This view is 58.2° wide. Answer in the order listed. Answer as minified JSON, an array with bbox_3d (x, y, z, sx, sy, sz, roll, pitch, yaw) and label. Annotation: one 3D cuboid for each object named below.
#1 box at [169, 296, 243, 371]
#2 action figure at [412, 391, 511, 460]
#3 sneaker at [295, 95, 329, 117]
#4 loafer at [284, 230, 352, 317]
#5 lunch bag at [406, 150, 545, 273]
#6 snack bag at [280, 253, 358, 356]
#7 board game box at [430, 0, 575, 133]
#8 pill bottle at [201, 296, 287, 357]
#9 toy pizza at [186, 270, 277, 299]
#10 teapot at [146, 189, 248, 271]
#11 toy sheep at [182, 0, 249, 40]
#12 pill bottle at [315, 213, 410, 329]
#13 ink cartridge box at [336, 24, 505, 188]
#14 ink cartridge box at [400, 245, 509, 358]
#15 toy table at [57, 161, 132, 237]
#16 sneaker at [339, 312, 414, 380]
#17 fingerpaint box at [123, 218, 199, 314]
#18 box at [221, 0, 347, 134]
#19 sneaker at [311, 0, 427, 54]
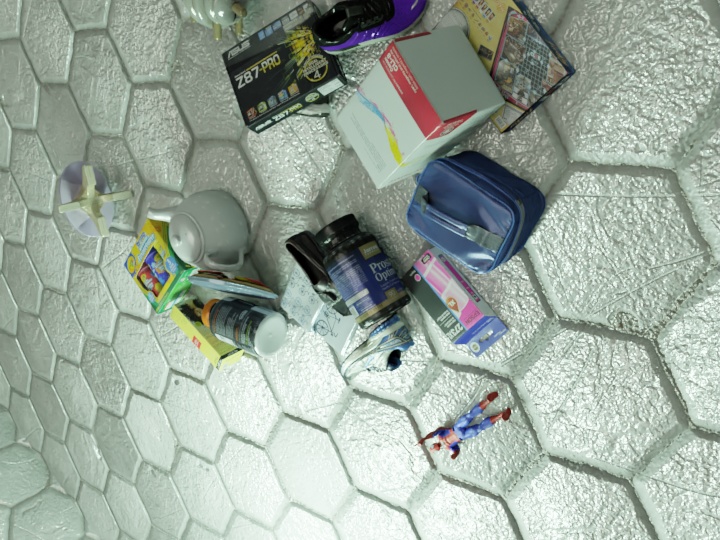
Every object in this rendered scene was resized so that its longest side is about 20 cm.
[{"bbox_3d":[-0.381,0.154,1.602,0.200,0.075,0.050,43,128,17],"label":"box"},{"bbox_3d":[0.178,0.304,1.196,0.065,0.099,0.200,53,133,12],"label":"action figure"},{"bbox_3d":[-0.140,-0.340,1.238,0.199,0.074,0.080,14,105,28],"label":"sneaker"},{"bbox_3d":[-0.084,0.013,1.292,0.072,0.063,0.200,-42,78,39],"label":"loafer"},{"bbox_3d":[0.171,-0.099,1.027,0.200,0.132,0.136,35,125,23],"label":"lunch bag"},{"bbox_3d":[-0.076,0.064,1.359,0.200,0.021,0.189,40,126,21],"label":"snack bag"},{"bbox_3d":[0.209,-0.330,0.977,0.135,0.035,0.200,-40,80,40],"label":"board game box"},{"bbox_3d":[-0.273,0.122,1.482,0.199,0.106,0.107,16,115,34],"label":"pill bottle"},{"bbox_3d":[-0.276,0.029,1.409,0.200,0.200,0.032,4,79,38],"label":"toy pizza"},{"bbox_3d":[-0.356,-0.079,1.449,0.199,0.146,0.198,-15,97,40],"label":"teapot"},{"bbox_3d":[-0.275,-0.524,1.235,0.200,0.138,0.138,38,126,27],"label":"toy sheep"},{"bbox_3d":[0.000,0.000,1.214,0.112,0.112,0.201,-35,84,41],"label":"pill bottle"},{"bbox_3d":[0.086,-0.249,1.005,0.145,0.145,0.200,59,145,6],"label":"ink cartridge box"},{"bbox_3d":[0.165,0.060,1.157,0.200,0.037,0.095,49,130,11],"label":"ink cartridge box"},{"bbox_3d":[-0.700,-0.183,1.679,0.117,0.184,0.201,8,124,53],"label":"toy table"},{"bbox_3d":[0.032,0.173,1.278,0.085,0.077,0.200,48,130,9],"label":"sneaker"},{"bbox_3d":[-0.499,-0.016,1.634,0.167,0.073,0.200,53,130,11],"label":"fingerpaint box"},{"bbox_3d":[-0.139,-0.365,1.171,0.199,0.049,0.162,-24,75,18],"label":"box"},{"bbox_3d":[0.010,-0.407,1.039,0.199,0.099,0.070,-19,89,20],"label":"sneaker"}]
